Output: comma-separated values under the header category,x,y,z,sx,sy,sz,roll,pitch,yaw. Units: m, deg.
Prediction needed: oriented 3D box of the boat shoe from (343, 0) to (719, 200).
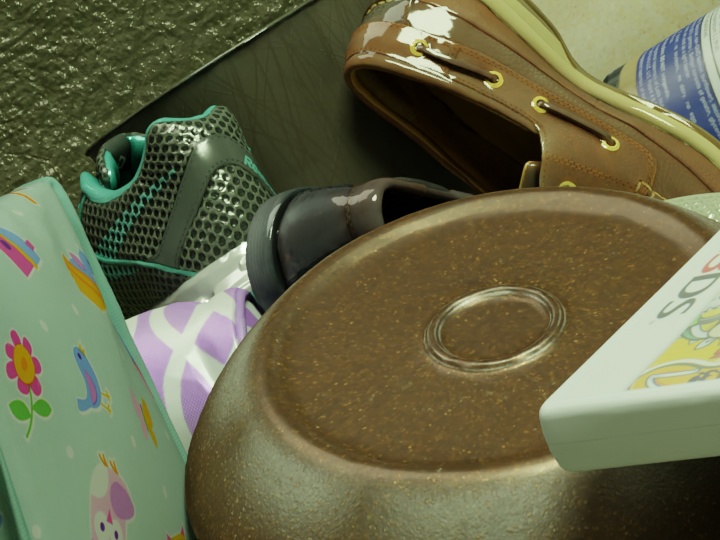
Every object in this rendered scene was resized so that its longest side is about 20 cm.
category,x,y,z,sx,sy,sz,roll,pitch,yaw
boat shoe,0.077,-0.034,1.082,0.068,0.200,0.072,-49,-3,-38

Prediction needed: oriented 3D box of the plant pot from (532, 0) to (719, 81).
category,x,y,z,sx,sy,sz,roll,pitch,yaw
plant pot,0.154,-0.096,1.367,0.183,0.201,0.200,-38,1,16

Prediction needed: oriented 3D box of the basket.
category,x,y,z,sx,sy,sz,roll,pitch,yaw
basket,0.000,0.000,1.164,0.136,0.200,0.180,-33,2,0

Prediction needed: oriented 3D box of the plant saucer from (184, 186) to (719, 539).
category,x,y,z,sx,sy,sz,roll,pitch,yaw
plant saucer,0.042,0.029,0.840,0.199,0.037,0.201,-10,33,6

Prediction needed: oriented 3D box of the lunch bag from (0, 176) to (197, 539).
category,x,y,z,sx,sy,sz,roll,pitch,yaw
lunch bag,-0.111,0.090,0.829,0.121,0.201,0.170,-20,6,11

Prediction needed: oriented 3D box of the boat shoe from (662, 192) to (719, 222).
category,x,y,z,sx,sy,sz,roll,pitch,yaw
boat shoe,0.078,0.039,0.904,0.074,0.062,0.200,14,42,35

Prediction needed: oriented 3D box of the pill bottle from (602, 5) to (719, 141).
category,x,y,z,sx,sy,sz,roll,pitch,yaw
pill bottle,0.206,-0.080,1.203,0.200,0.112,0.112,-30,3,26

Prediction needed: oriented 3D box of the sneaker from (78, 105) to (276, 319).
category,x,y,z,sx,sy,sz,roll,pitch,yaw
sneaker,-0.076,-0.005,1.079,0.077,0.092,0.200,-18,-5,-32

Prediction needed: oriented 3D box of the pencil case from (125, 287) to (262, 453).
category,x,y,z,sx,sy,sz,roll,pitch,yaw
pencil case,-0.107,0.072,0.969,0.199,0.084,0.086,-18,-28,6

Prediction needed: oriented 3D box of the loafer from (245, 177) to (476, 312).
category,x,y,z,sx,sy,sz,roll,pitch,yaw
loafer,0.055,0.012,0.997,0.199,0.072,0.063,16,-27,-36

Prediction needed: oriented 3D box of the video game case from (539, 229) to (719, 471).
category,x,y,z,sx,sy,sz,roll,pitch,yaw
video game case,0.169,-0.011,0.742,0.199,0.023,0.182,-10,21,41
